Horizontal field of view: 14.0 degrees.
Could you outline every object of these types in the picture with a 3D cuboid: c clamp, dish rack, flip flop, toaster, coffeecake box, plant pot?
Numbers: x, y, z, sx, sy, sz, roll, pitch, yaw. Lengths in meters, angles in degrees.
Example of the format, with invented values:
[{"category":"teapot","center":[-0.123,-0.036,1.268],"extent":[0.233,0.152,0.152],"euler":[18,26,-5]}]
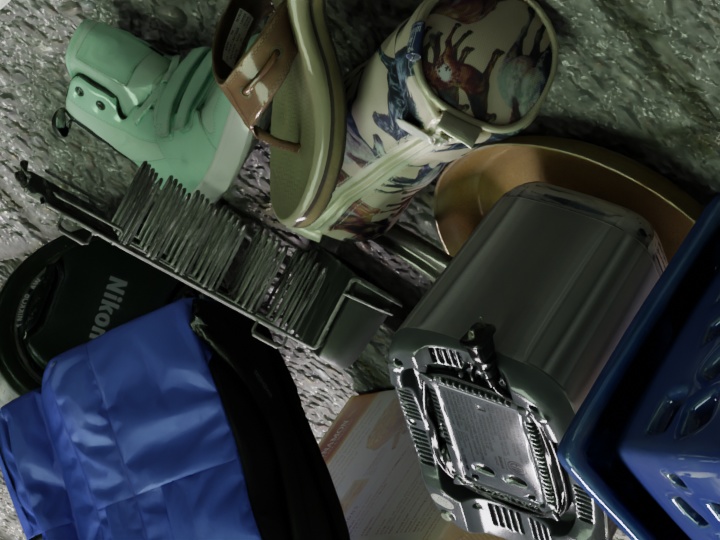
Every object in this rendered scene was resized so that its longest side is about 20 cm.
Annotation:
[{"category":"c clamp","center":[0.000,0.000,1.651],"extent":[0.171,0.027,0.200],"euler":[37,162,-5]},{"category":"dish rack","center":[-0.084,-0.015,1.523],"extent":[0.200,0.055,0.153],"euler":[28,-179,-10]},{"category":"flip flop","center":[-0.046,-0.117,1.450],"extent":[0.081,0.057,0.200],"euler":[-127,30,-58]},{"category":"toaster","center":[0.093,0.046,1.495],"extent":[0.113,0.129,0.200],"euler":[17,147,29]},{"category":"coffeecake box","center":[0.036,0.143,1.727],"extent":[0.073,0.154,0.200],"euler":[47,150,-21]},{"category":"plant pot","center":[0.224,0.074,1.379],"extent":[0.200,0.200,0.180],"euler":[45,153,-24]},{"category":"plant pot","center":[0.131,-0.003,1.543],"extent":[0.200,0.028,0.200],"euler":[26,149,17]}]

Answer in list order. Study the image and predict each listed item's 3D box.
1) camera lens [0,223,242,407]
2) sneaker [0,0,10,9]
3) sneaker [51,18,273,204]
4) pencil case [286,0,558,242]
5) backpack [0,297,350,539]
[{"category":"camera lens","center":[-0.142,0.081,1.816],"extent":[0.160,0.160,0.200],"euler":[23,149,21]},{"category":"sneaker","center":[-0.221,-0.186,1.584],"extent":[0.073,0.085,0.200],"euler":[30,152,6]},{"category":"sneaker","center":[-0.106,-0.098,1.592],"extent":[0.118,0.074,0.200],"euler":[34,157,-4]},{"category":"pencil case","center":[0.022,-0.075,1.486],"extent":[0.078,0.089,0.200],"euler":[41,152,-7]},{"category":"backpack","center":[-0.096,0.135,1.623],"extent":[0.200,0.168,0.162],"euler":[67,-164,8]}]
